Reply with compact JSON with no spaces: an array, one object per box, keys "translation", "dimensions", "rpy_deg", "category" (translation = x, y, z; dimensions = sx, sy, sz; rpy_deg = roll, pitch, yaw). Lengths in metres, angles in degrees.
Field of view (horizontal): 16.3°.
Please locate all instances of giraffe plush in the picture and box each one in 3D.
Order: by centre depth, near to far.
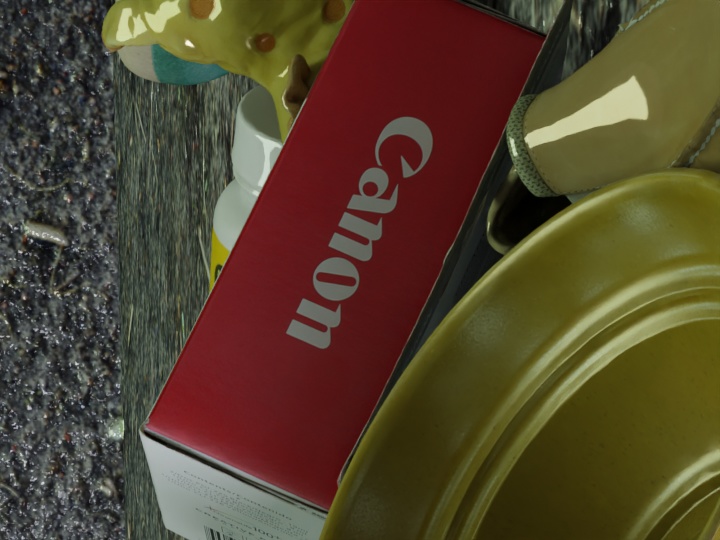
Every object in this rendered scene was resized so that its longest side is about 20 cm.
[{"translation":[-0.003,-0.101,1.098],"dimensions":[0.163,0.199,0.173],"rpy_deg":[53,148,10],"category":"giraffe plush"}]

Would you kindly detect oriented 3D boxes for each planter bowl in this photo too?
[{"translation":[0.075,0.076,0.722],"dimensions":[0.200,0.083,0.201],"rpy_deg":[-43,27,28],"category":"planter bowl"}]

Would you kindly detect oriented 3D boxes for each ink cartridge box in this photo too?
[{"translation":[0.000,0.000,0.924],"dimensions":[0.176,0.083,0.201],"rpy_deg":[92,-158,-69],"category":"ink cartridge box"}]

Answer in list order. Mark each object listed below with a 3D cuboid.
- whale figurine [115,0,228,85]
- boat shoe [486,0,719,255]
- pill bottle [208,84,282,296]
[{"translation":[-0.102,-0.209,1.767],"dimensions":[0.200,0.103,0.160],"rpy_deg":[-62,-19,-58],"category":"whale figurine"},{"translation":[0.083,-0.039,0.780],"dimensions":[0.200,0.076,0.072],"rpy_deg":[113,154,-65],"category":"boat shoe"},{"translation":[-0.019,0.015,1.230],"dimensions":[0.114,0.113,0.201],"rpy_deg":[-111,23,-61],"category":"pill bottle"}]
